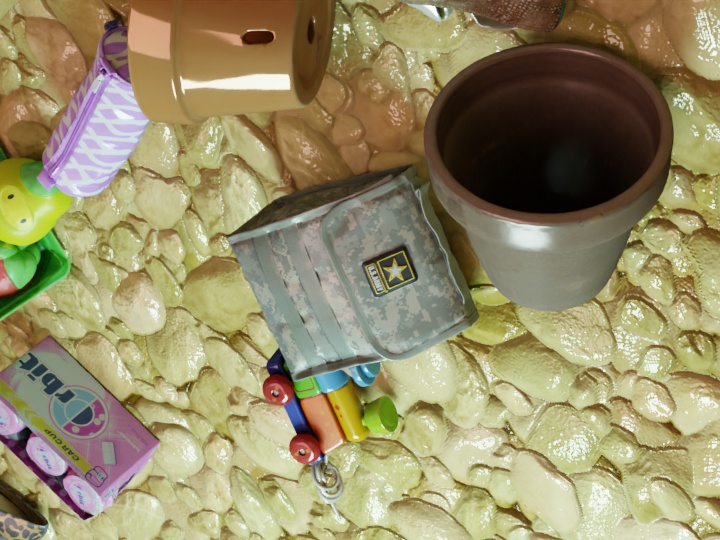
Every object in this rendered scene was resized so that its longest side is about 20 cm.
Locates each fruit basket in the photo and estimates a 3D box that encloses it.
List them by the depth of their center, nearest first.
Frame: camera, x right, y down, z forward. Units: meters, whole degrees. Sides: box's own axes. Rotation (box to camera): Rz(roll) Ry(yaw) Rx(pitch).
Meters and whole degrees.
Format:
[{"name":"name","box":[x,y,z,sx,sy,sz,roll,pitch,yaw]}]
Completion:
[{"name":"fruit basket","box":[-0.406,-0.057,1.858,0.215,0.155,0.216,37,148,28]}]

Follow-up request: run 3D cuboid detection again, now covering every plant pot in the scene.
[{"name":"plant pot","box":[0.156,-0.059,1.405,0.199,0.201,0.175,24,147,23]},{"name":"plant pot","box":[-0.106,-0.223,1.491,0.139,0.200,0.201,9,125,13]}]

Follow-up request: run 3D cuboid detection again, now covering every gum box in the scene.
[{"name":"gum box","box":[-0.341,0.188,1.978,0.200,0.113,0.066,42,135,6]}]

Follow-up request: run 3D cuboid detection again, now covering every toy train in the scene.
[{"name":"toy train","box":[-0.010,0.162,1.743,0.115,0.085,0.201,-14,109,28]}]

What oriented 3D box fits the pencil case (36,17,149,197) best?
[{"name":"pencil case","box":[-0.259,-0.158,1.710,0.084,0.085,0.200,43,136,8]}]

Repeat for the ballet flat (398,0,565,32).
[{"name":"ballet flat","box":[0.083,-0.234,1.417,0.199,0.071,0.066,18,142,32]}]

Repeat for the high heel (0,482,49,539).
[{"name":"high heel","box":[-0.483,0.269,2.178,0.142,0.071,0.201,-7,115,33]}]

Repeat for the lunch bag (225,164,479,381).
[{"name":"lunch bag","box":[0.000,0.000,1.598,0.199,0.118,0.165,-15,106,35]}]
